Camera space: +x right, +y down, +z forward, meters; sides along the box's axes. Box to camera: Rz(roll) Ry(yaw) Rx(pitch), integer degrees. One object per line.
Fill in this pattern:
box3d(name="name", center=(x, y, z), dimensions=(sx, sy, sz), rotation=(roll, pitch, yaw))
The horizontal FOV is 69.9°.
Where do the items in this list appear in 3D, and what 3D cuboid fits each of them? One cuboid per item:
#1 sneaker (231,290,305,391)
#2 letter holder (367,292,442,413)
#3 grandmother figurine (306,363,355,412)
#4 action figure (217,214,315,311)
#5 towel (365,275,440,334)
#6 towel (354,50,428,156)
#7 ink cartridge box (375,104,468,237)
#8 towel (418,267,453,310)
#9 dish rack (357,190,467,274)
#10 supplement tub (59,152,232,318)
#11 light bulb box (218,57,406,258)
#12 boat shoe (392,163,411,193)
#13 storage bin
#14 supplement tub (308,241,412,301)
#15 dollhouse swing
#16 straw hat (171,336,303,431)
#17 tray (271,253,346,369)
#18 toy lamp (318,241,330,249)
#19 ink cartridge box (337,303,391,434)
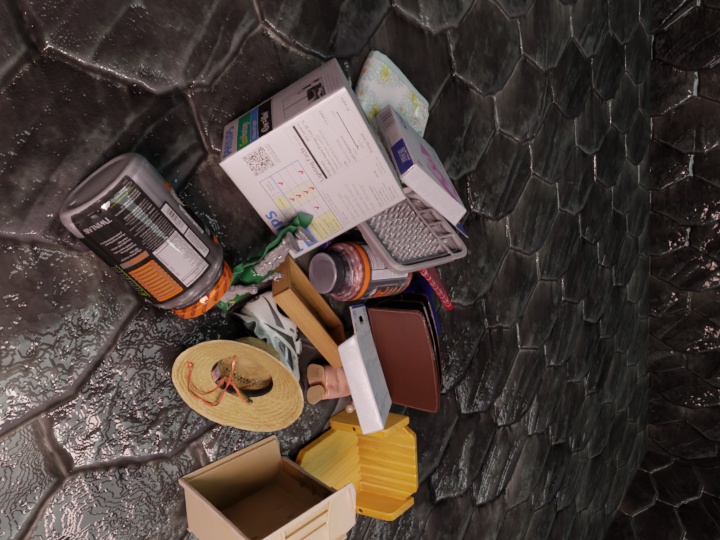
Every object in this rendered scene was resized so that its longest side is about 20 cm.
box3d(name="sneaker", center=(-0.126, 0.122, 0.860), dimensions=(0.088, 0.074, 0.201), rotation=(-43, 126, -30))
box3d(name="letter holder", center=(0.112, 0.154, 1.000), dimensions=(0.100, 0.141, 0.202), rotation=(-22, 106, -43))
box3d(name="grandmother figurine", center=(-0.020, 0.212, 1.003), dimensions=(0.199, 0.060, 0.122), rotation=(15, 78, -49))
box3d(name="action figure", center=(-0.151, 0.003, 0.748), dimensions=(0.055, 0.200, 0.118), rotation=(54, 33, 0))
box3d(name="towel", center=(0.089, 0.107, 1.111), dimensions=(0.199, 0.049, 0.149), rotation=(-23, 106, -42))
box3d(name="towel", center=(0.055, -0.294, 1.000), dimensions=(0.199, 0.048, 0.173), rotation=(27, 76, -45))
box3d(name="ink cartridge box", center=(0.121, -0.178, 0.917), dimensions=(0.199, 0.043, 0.197), rotation=(31, 30, -37))
box3d(name="towel", center=(0.129, -0.011, 1.047), dimensions=(0.022, 0.145, 0.200), rotation=(-29, 144, 11))
box3d(name="dish rack", center=(0.083, -0.066, 0.933), dimensions=(0.199, 0.172, 0.044), rotation=(-12, 149, -41))
box3d(name="supplement tub", center=(-0.261, -0.037, 0.655), dimensions=(0.123, 0.122, 0.200), rotation=(-55, 132, -25))
box3d(name="light bulb box", center=(-0.069, -0.161, 0.765), dimensions=(0.199, 0.125, 0.199), rotation=(-27, 128, 11))
box3d(name="boat shoe", center=(0.048, -0.166, 0.931), dimensions=(0.200, 0.075, 0.061), rotation=(-46, 150, -60))
box3d(name="storage bin", center=(-0.139, 0.362, 0.797), dimensions=(0.198, 0.199, 0.095), rotation=(-13, 108, -45))
box3d(name="supplement tub", center=(0.000, 0.000, 0.949), dimensions=(0.199, 0.106, 0.108), rotation=(-4, 100, -46))
box3d(name="dollhouse swing", center=(-0.003, 0.397, 0.982), dimensions=(0.176, 0.180, 0.202), rotation=(-32, 121, -62))
box3d(name="straw hat", center=(-0.171, 0.146, 0.772), dimensions=(0.085, 0.199, 0.202), rotation=(-73, 146, -54))
box3d(name="tray", center=(-0.084, 0.072, 0.883), dimensions=(0.037, 0.099, 0.201), rotation=(-26, 127, 9))
box3d(name="toy lamp", center=(-0.008, -0.100, 0.960), dimensions=(0.199, 0.058, 0.059), rotation=(-33, 120, -38))
box3d(name="ink cartridge box", center=(0.005, 0.161, 0.903), dimensions=(0.200, 0.040, 0.202), rotation=(22, 53, -82))
